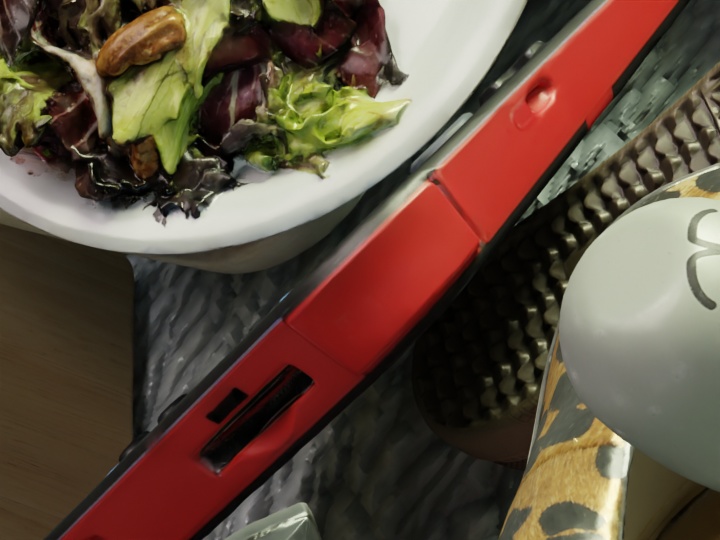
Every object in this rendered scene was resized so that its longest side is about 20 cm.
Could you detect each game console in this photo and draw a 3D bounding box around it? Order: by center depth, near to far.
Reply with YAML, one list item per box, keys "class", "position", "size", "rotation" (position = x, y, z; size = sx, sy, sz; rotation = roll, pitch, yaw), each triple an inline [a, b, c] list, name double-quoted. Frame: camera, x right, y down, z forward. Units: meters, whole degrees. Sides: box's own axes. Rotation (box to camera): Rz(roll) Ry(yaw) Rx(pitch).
- class: "game console"
  position: [0.000, 0.000, 0.740]
  size: [0.200, 0.031, 0.177]
  rotation: [-43, 6, 47]

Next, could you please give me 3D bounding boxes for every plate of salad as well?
- class: "plate of salad"
  position: [-0.046, -0.104, 0.749]
  size: [0.199, 0.048, 0.201]
  rotation: [-5, 73, 17]

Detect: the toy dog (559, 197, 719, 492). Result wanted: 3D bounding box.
- class: "toy dog"
  position: [0.136, 0.039, 0.497]
  size: [0.096, 0.200, 0.132]
  rotation: [-33, 62, 36]

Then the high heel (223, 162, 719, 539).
- class: "high heel"
  position: [0.074, 0.050, 0.540]
  size: [0.200, 0.072, 0.143]
  rotation: [-33, 31, -6]

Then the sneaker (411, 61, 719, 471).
- class: "sneaker"
  position: [0.105, -0.008, 0.674]
  size: [0.200, 0.075, 0.071]
  rotation: [-28, 58, 33]

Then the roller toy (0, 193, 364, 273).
- class: "roller toy"
  position: [-0.068, -0.097, 0.883]
  size: [0.200, 0.139, 0.183]
  rotation: [38, 111, 58]

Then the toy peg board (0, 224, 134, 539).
- class: "toy peg board"
  position: [-0.181, 0.056, 0.880]
  size: [0.098, 0.199, 0.200]
  rotation: [-49, 29, 33]
